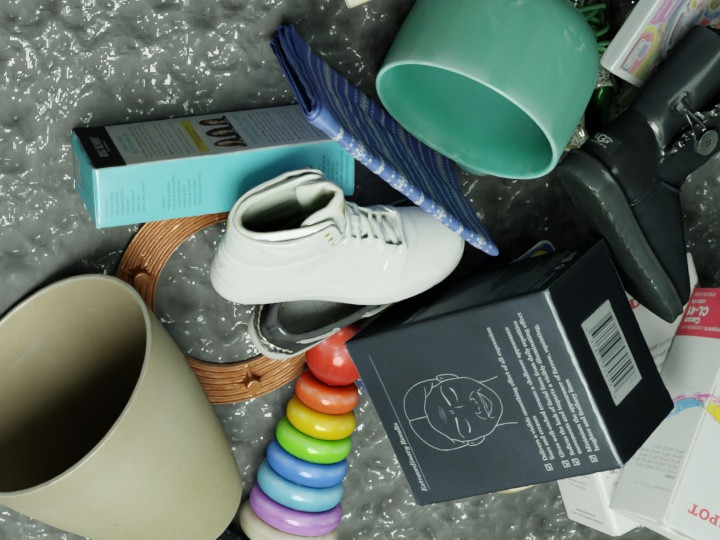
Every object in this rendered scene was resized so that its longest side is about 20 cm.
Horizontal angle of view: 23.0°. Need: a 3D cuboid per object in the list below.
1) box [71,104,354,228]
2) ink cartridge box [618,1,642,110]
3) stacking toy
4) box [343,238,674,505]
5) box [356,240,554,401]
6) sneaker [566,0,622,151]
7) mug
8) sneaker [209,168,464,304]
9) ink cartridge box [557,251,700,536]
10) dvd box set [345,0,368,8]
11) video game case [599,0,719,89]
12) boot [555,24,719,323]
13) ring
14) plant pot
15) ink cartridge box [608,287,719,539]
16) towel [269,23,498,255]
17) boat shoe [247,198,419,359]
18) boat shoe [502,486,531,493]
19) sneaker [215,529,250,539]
[{"bbox_3d":[-0.110,-0.081,1.330,0.199,0.082,0.049,-8,117,-17],"label":"box"},{"bbox_3d":[0.281,-0.199,1.425,0.200,0.059,0.104,-48,138,5],"label":"ink cartridge box"},{"bbox_3d":[-0.036,0.132,1.459,0.085,0.085,0.201,8,110,-24],"label":"stacking toy"},{"bbox_3d":[0.115,0.081,1.373,0.107,0.200,0.149,-37,106,-51],"label":"box"},{"bbox_3d":[0.100,0.067,1.511,0.200,0.032,0.121,-36,122,-3],"label":"box"},{"bbox_3d":[0.181,-0.176,1.395,0.077,0.089,0.201,-18,119,-12],"label":"sneaker"},{"bbox_3d":[0.096,-0.156,1.345,0.152,0.185,0.115,34,71,-20],"label":"mug"},{"bbox_3d":[-0.007,-0.027,1.311,0.199,0.074,0.116,-9,157,-15],"label":"sneaker"},{"bbox_3d":[0.223,0.097,1.479,0.144,0.084,0.201,-23,102,-20],"label":"ink cartridge box"},{"bbox_3d":[0.054,-0.291,1.286,0.199,0.029,0.147,-21,123,12],"label":"dvd box set"},{"bbox_3d":[0.286,-0.187,1.380,0.200,0.018,0.143,20,109,-45],"label":"video game case"},{"bbox_3d":[0.251,-0.072,1.358,0.168,0.076,0.200,-43,131,-8],"label":"boot"},{"bbox_3d":[-0.100,0.020,1.419,0.200,0.019,0.201,-9,117,-17],"label":"ring"},{"bbox_3d":[-0.181,0.134,1.362,0.187,0.187,0.200,-42,133,1],"label":"plant pot"},{"bbox_3d":[0.308,0.132,1.426,0.147,0.086,0.201,28,82,-24],"label":"ink cartridge box"},{"bbox_3d":[0.019,-0.099,1.335,0.200,0.145,0.024,35,107,-32],"label":"towel"},{"bbox_3d":[0.000,0.000,1.396,0.200,0.060,0.074,-30,88,-22],"label":"boat shoe"},{"bbox_3d":[0.191,0.122,1.549,0.200,0.074,0.069,-28,123,-8],"label":"boat shoe"},{"bbox_3d":[-0.103,0.252,1.502,0.073,0.082,0.200,-50,140,-5],"label":"sneaker"}]
